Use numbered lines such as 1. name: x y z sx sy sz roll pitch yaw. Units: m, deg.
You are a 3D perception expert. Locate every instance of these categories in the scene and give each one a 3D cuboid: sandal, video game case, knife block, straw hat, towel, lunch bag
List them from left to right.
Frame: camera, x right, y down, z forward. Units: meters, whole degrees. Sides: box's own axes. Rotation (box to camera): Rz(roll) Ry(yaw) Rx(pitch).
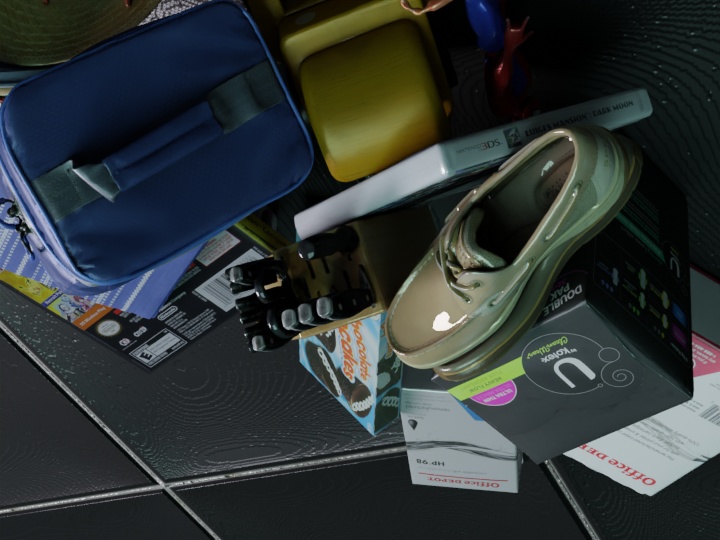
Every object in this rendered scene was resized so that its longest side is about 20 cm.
1. towel: -0.213 -0.037 0.775 0.197 0.024 0.145 22 136 -22
2. straw hat: -0.194 -0.223 0.734 0.197 0.206 0.085 4 177 12
3. video game case: -0.175 -0.009 0.839 0.199 0.026 0.180 -33 126 32
4. lunch bag: -0.138 -0.074 0.667 0.137 0.198 0.132 60 156 -6
5. knife block: 0.000 0.000 0.735 0.175 0.197 0.065 -17 92 69
6. video game case: 0.071 -0.072 0.736 0.199 0.179 0.024 -19 90 59
7. sandal: 0.105 -0.017 0.710 0.054 0.080 0.201 35 100 -24

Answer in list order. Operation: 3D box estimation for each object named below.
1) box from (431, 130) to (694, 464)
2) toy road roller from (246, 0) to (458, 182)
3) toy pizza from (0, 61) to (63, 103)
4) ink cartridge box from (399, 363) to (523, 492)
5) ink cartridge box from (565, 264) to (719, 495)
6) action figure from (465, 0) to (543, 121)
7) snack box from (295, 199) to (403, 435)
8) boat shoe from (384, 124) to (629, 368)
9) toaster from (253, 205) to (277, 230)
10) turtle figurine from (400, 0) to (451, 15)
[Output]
1. box: 0.155 0.011 0.802 0.124 0.202 0.148 37 134 -24
2. toy road roller: -0.002 -0.153 0.698 0.121 0.147 0.202 -19 128 6
3. toy pizza: -0.273 -0.152 0.759 0.196 0.201 0.032 9 115 7
4. ink cartridge box: 0.106 0.159 1.070 0.113 0.067 0.202 2 136 13
5. ink cartridge box: 0.268 0.100 0.950 0.143 0.085 0.200 27 135 -13
6. action figure: 0.090 -0.170 0.728 0.051 0.066 0.201 -16 134 12
7. snack box: -0.010 0.047 0.963 0.116 0.037 0.202 41 148 31
8. boat shoe: 0.075 -0.013 0.649 0.200 0.073 0.064 -45 154 28
9. toaster: -0.166 -0.021 0.925 0.198 0.115 0.129 -28 126 32
10. turtle figurine: 0.047 -0.258 0.623 0.161 0.201 0.064 39 176 0
